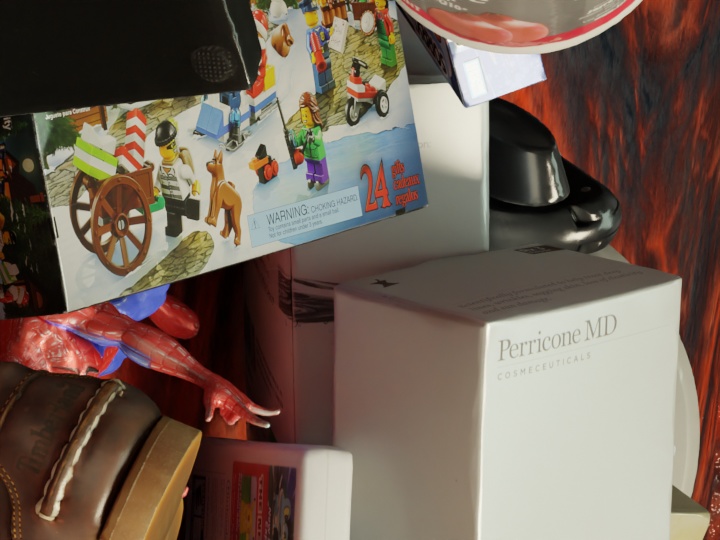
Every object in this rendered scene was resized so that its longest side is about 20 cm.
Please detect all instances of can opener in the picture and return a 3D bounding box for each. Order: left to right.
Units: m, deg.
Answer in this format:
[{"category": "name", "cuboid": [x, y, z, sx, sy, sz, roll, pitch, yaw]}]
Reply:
[{"category": "can opener", "cuboid": [0.046, -0.053, 1.238, 0.200, 0.063, 0.079, 35, -49, 58]}]

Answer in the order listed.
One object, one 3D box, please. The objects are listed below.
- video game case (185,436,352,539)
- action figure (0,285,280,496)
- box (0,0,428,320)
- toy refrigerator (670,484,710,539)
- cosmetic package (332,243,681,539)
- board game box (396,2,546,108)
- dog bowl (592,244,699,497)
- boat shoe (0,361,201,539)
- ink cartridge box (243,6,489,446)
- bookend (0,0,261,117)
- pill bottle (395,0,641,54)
[{"category": "video game case", "cuboid": [-0.040, 0.165, 1.077, 0.182, 0.023, 0.200, 173, -79, -74]}, {"category": "action figure", "cuboid": [-0.066, 0.034, 0.956, 0.065, 0.099, 0.200, -58, 172, 19]}, {"category": "box", "cuboid": [-0.056, -0.069, 0.896, 0.200, 0.038, 0.137, -19, 101, -55]}, {"category": "toy refrigerator", "cuboid": [0.068, 0.170, 1.182, 0.070, 0.076, 0.200, 6, 111, -42]}, {"category": "cosmetic package", "cuboid": [0.052, 0.097, 1.050, 0.113, 0.081, 0.200, -14, 112, -42]}, {"category": "board game box", "cuboid": [0.012, -0.164, 1.075, 0.200, 0.034, 0.135, -118, -171, -59]}, {"category": "dog bowl", "cuboid": [0.049, 0.070, 1.267, 0.059, 0.200, 0.200, -22, 118, -59]}, {"category": "boat shoe", "cuboid": [-0.092, 0.080, 0.863, 0.200, 0.070, 0.070, 106, 6, -61]}, {"category": "ink cartridge box", "cuboid": [0.000, 0.000, 1.140, 0.146, 0.084, 0.200, -116, -156, -69]}, {"category": "bookend", "cuboid": [-0.071, -0.181, 0.782, 0.200, 0.092, 0.199, -67, 146, -51]}, {"category": "pill bottle", "cuboid": [0.047, -0.142, 0.854, 0.200, 0.111, 0.111, 73, 25, -78]}]
